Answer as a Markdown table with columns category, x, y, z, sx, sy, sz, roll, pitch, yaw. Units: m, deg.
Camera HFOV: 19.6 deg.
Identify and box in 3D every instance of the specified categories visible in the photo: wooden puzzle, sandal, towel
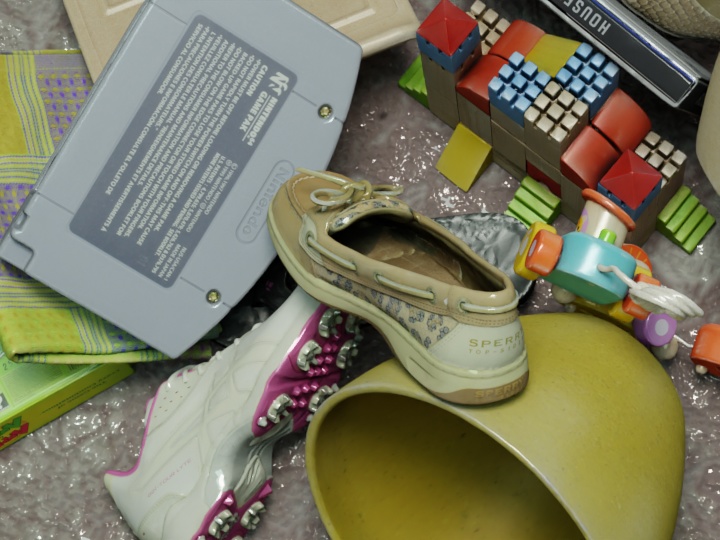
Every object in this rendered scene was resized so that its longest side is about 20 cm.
| category | x | y | z | sx | sy | sz | roll | pitch | yaw |
| --- | --- | --- | --- | --- | --- | --- | --- | --- | --- |
| wooden puzzle | -0.077 | -0.162 | 1.227 | 0.184 | 0.046 | 0.201 | -22 | 52 | -4 |
| sandal | 0.000 | -0.001 | 1.190 | 0.199 | 0.048 | 0.076 | -10 | 73 | 7 |
| towel | -0.163 | -0.041 | 1.184 | 0.143 | 0.023 | 0.201 | -1 | 63 | -35 |

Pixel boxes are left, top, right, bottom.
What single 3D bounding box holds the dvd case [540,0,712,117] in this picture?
| category | x | y | z | sx | sy | sz | roll | pitch | yaw |
| --- | --- | --- | --- | --- | --- | --- | --- | --- | --- |
| dvd case | 0.122 | -0.155 | 1.171 | 0.200 | 0.150 | 0.025 | 42 | 103 | 15 |

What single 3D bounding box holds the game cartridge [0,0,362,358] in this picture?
| category | x | y | z | sx | sy | sz | roll | pitch | yaw |
| --- | --- | --- | --- | --- | --- | --- | --- | --- | --- |
| game cartridge | -0.091 | -0.061 | 1.130 | 0.133 | 0.042 | 0.201 | 31 | 93 | -18 |

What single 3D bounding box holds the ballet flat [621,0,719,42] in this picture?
| category | x | y | z | sx | sy | sz | roll | pitch | yaw |
| --- | --- | --- | --- | --- | --- | --- | --- | --- | --- |
| ballet flat | 0.219 | -0.146 | 1.167 | 0.199 | 0.046 | 0.068 | 27 | 54 | -16 |

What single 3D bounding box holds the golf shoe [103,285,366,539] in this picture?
| category | x | y | z | sx | sy | sz | roll | pitch | yaw |
| --- | --- | --- | --- | --- | --- | --- | --- | --- | --- |
| golf shoe | -0.072 | 0.070 | 1.152 | 0.091 | 0.075 | 0.201 | 35 | 97 | 25 |

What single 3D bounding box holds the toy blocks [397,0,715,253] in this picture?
| category | x | y | z | sx | sy | sz | roll | pitch | yaw |
| --- | --- | --- | --- | --- | --- | --- | --- | --- | --- |
| toy blocks | 0.107 | -0.086 | 1.159 | 0.200 | 0.137 | 0.100 | 38 | 81 | 14 |

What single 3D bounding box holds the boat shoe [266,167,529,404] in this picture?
| category | x | y | z | sx | sy | sz | roll | pitch | yaw |
| --- | --- | --- | --- | --- | --- | --- | --- | --- | --- |
| boat shoe | 0.020 | -0.008 | 1.046 | 0.073 | 0.063 | 0.200 | -19 | 38 | -30 |

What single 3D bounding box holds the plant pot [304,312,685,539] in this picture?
| category | x | y | z | sx | sy | sz | roll | pitch | yaw |
| --- | --- | --- | --- | --- | --- | --- | --- | --- | --- |
| plant pot | 0.090 | 0.102 | 1.098 | 0.200 | 0.201 | 0.142 | 38 | 53 | 14 |

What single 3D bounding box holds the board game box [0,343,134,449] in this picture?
| category | x | y | z | sx | sy | sz | roll | pitch | yaw |
| --- | --- | --- | --- | --- | --- | --- | --- | --- | --- |
| board game box | -0.242 | 0.061 | 1.199 | 0.199 | 0.048 | 0.102 | -30 | 73 | -3 |

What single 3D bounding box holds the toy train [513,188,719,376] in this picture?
| category | x | y | z | sx | sy | sz | roll | pitch | yaw |
| --- | --- | --- | --- | --- | --- | --- | --- | --- | --- |
| toy train | 0.169 | 0.013 | 1.111 | 0.150 | 0.200 | 0.056 | 18 | 81 | 34 |

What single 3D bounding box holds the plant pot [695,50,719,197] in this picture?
| category | x | y | z | sx | sy | sz | roll | pitch | yaw |
| --- | --- | --- | --- | --- | --- | --- | --- | --- | --- |
| plant pot | 0.254 | -0.071 | 1.081 | 0.134 | 0.200 | 0.201 | -41 | 73 | 20 |
